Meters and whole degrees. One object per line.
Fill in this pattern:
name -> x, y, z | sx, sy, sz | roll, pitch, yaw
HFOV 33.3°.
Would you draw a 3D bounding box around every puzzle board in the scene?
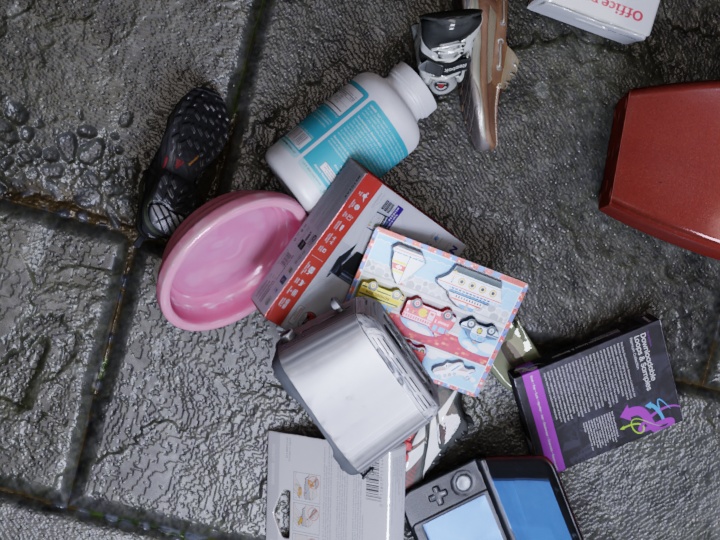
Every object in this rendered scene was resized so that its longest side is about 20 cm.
puzzle board -> 0.078, 0.051, 1.389 | 0.197, 0.017, 0.153 | 20, 106, -15

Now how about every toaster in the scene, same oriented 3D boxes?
toaster -> 0.002, 0.128, 1.332 | 0.128, 0.114, 0.201 | -33, 101, 9

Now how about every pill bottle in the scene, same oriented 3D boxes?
pill bottle -> -0.007, -0.155, 1.413 | 0.199, 0.111, 0.111 | -39, 96, -3

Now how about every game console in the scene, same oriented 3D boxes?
game console -> 0.163, 0.327, 1.401 | 0.170, 0.119, 0.203 | -24, 98, -8

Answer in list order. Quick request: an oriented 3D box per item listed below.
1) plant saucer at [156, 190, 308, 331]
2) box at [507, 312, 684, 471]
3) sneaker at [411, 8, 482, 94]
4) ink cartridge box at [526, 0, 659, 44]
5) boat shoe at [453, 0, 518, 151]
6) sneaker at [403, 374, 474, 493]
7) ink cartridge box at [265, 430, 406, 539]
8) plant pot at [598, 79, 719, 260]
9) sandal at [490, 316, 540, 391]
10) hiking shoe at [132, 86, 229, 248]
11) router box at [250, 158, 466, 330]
plant saucer -> -0.151, -0.018, 1.379 | 0.200, 0.201, 0.051 | -39, 61, -4
box -> 0.291, 0.154, 1.486 | 0.197, 0.036, 0.145 | -20, 110, -5
sneaker -> 0.100, -0.249, 1.377 | 0.073, 0.200, 0.090 | -4, 94, -1
ink cartridge box -> 0.300, -0.392, 1.454 | 0.143, 0.083, 0.203 | 17, 91, -8
boat shoe -> 0.157, -0.246, 1.449 | 0.070, 0.076, 0.204 | -5, 95, -9
sneaker -> 0.084, 0.202, 1.459 | 0.096, 0.071, 0.204 | 16, 89, -5
ink cartridge box -> -0.031, 0.297, 1.445 | 0.174, 0.044, 0.204 | 4, 95, 32
plant pot -> 0.384, -0.127, 1.432 | 0.173, 0.200, 0.204 | 10, 91, 6
sandal -> 0.158, 0.064, 1.469 | 0.080, 0.057, 0.201 | -42, 98, -2
hiking shoe -> -0.220, -0.125, 1.403 | 0.075, 0.100, 0.203 | 35, 59, -28
router box -> 0.000, 0.000, 1.399 | 0.178, 0.049, 0.201 | 31, 98, -36
